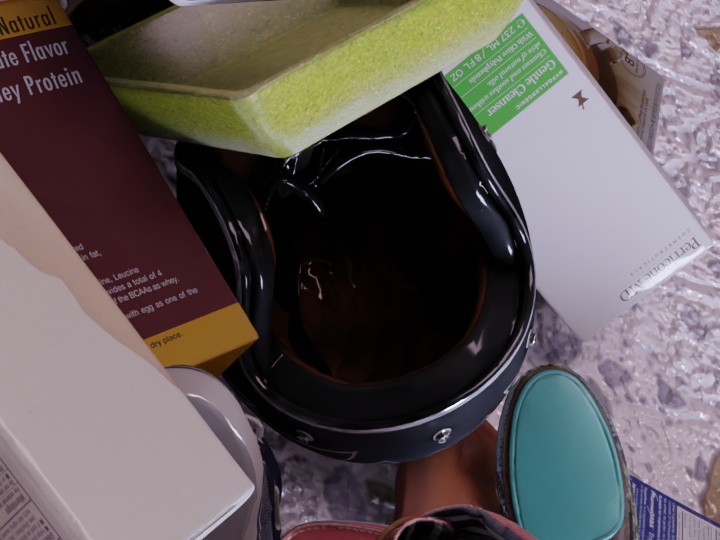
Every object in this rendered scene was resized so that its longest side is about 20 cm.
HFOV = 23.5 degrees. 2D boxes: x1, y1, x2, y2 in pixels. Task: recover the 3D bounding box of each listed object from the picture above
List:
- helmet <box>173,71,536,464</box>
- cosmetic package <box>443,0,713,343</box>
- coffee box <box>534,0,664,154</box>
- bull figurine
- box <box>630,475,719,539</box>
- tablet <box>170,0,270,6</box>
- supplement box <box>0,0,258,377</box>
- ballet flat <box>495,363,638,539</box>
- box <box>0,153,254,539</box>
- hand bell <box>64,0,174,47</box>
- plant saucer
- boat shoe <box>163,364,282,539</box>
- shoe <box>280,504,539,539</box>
[{"bbox_3d":[0.000,0.000,0.901,0.200,0.199,0.192,-46,124,-46],"label":"helmet"},{"bbox_3d":[0.111,-0.070,1.050,0.200,0.107,0.085,48,12,-18],"label":"cosmetic package"},{"bbox_3d":[0.097,-0.124,1.142,0.199,0.080,0.114,32,46,-16],"label":"coffee box"},{"bbox_3d":[0.053,0.163,0.919,0.121,0.065,0.201,31,51,-26],"label":"bull figurine"},{"bbox_3d":[0.217,0.212,1.033,0.199,0.032,0.122,28,48,-18],"label":"box"},{"bbox_3d":[-0.093,-0.210,0.799,0.130,0.014,0.201,-17,76,-57],"label":"tablet"},{"bbox_3d":[-0.194,0.005,0.788,0.196,0.133,0.201,-22,76,-44],"label":"supplement box"},{"bbox_3d":[0.114,0.151,0.897,0.074,0.074,0.202,-1,73,-38],"label":"ballet flat"},{"bbox_3d":[-0.142,0.039,0.644,0.201,0.095,0.078,53,44,3],"label":"box"},{"bbox_3d":[-0.157,-0.198,1.014,0.103,0.104,0.201,4,45,-35],"label":"hand bell"},{"bbox_3d":[-0.029,-0.113,0.864,0.199,0.199,0.048,-31,115,-28],"label":"plant saucer"},{"bbox_3d":[-0.074,0.091,0.798,0.074,0.201,0.093,3,45,2],"label":"boat shoe"},{"bbox_3d":[0.023,0.142,0.812,0.072,0.199,0.091,-52,136,-26],"label":"shoe"}]
